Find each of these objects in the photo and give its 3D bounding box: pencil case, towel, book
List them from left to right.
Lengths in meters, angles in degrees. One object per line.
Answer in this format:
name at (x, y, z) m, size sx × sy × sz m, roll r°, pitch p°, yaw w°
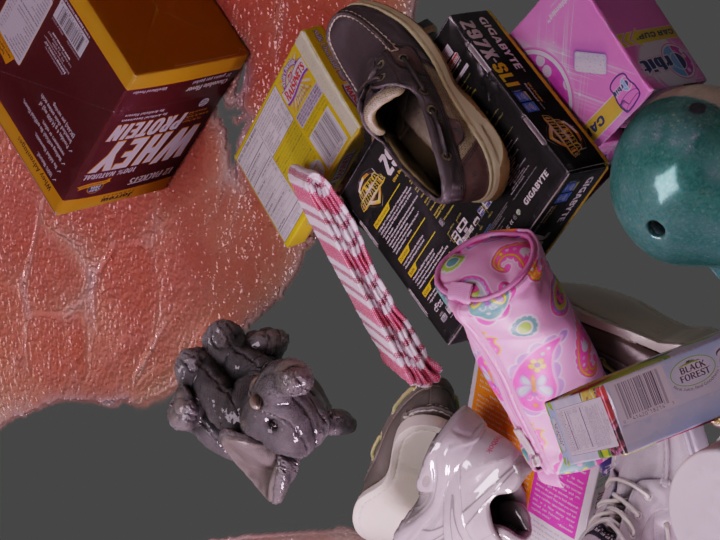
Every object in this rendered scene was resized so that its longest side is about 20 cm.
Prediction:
towel at (0.000, 0.000, 1.662) m, size 0.201 × 0.030 × 0.146 m, roll 62°, pitch 174°, yaw -9°
pencil case at (0.126, 0.064, 1.469) m, size 0.087 × 0.087 × 0.200 m, roll 13°, pitch 141°, yaw 44°
book at (0.142, 0.154, 1.627) m, size 0.133 × 0.048 × 0.201 m, roll 33°, pitch 127°, yaw 35°

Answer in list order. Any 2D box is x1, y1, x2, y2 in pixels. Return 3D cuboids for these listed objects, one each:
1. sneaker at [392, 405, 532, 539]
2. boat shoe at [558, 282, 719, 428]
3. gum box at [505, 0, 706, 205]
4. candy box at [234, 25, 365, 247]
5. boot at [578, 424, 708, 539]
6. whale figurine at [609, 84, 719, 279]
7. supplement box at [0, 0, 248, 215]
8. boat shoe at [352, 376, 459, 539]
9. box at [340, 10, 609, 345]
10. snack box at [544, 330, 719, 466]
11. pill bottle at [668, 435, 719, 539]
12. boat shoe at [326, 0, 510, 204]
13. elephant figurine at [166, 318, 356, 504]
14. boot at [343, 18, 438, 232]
sneaker at (0.086, 0.205, 1.629) m, size 0.099 × 0.078 × 0.201 m, roll 30°, pitch 138°, yaw 15°
boat shoe at (0.207, 0.060, 1.508) m, size 0.199 × 0.072 × 0.060 m, roll 22°, pitch 114°, yaw 35°
gum box at (0.150, -0.124, 1.510) m, size 0.200 × 0.066 × 0.114 m, roll -47°, pitch 66°, yaw 44°
candy box at (-0.049, -0.111, 1.736) m, size 0.103 × 0.026 × 0.200 m, roll 62°, pitch 149°, yaw 18°
boot at (0.196, 0.176, 1.441) m, size 0.073 × 0.095 × 0.201 m, roll 0°, pitch 99°, yaw 46°
whale figurine at (0.259, -0.040, 1.385) m, size 0.200 × 0.104 × 0.160 m, roll 32°, pitch 143°, yaw 23°
supplement box at (-0.240, -0.197, 1.864) m, size 0.198 × 0.132 × 0.200 m, roll 56°, pitch 136°, yaw 18°
boat shoe at (0.042, 0.166, 1.726) m, size 0.202 × 0.072 × 0.060 m, roll 111°, pitch 170°, yaw -50°
box at (0.081, -0.067, 1.517) m, size 0.160 × 0.049 × 0.200 m, roll 56°, pitch 135°, yaw 25°
snack box at (0.235, 0.070, 1.350) m, size 0.142 × 0.199 × 0.053 m, roll 143°, pitch 107°, yaw -78°
pill bottle at (0.298, 0.133, 1.331) m, size 0.109 × 0.199 × 0.110 m, roll 17°, pitch 114°, yaw 43°
boat shoe at (0.030, -0.125, 1.472) m, size 0.200 × 0.065 × 0.073 m, roll 49°, pitch 134°, yaw 30°
elephant figurine at (-0.075, 0.132, 1.781) m, size 0.200 × 0.155 × 0.142 m, roll 25°, pitch 98°, yaw 50°
boot at (0.069, -0.087, 1.619) m, size 0.138 × 0.077 × 0.201 m, roll 38°, pitch 139°, yaw 27°
